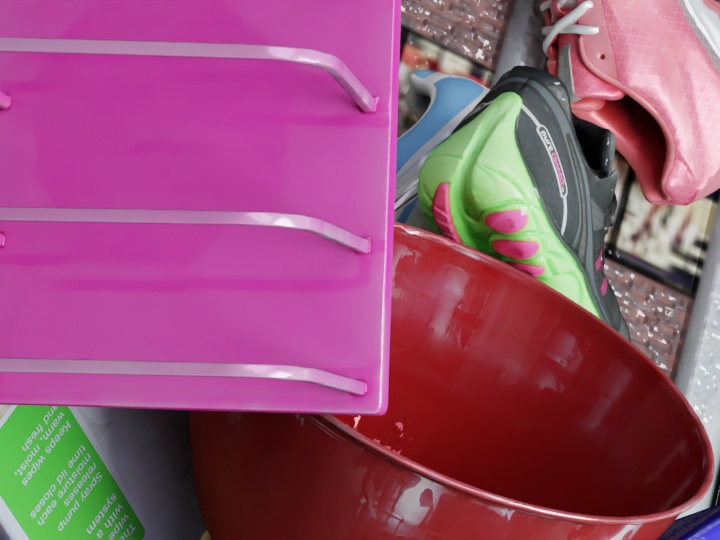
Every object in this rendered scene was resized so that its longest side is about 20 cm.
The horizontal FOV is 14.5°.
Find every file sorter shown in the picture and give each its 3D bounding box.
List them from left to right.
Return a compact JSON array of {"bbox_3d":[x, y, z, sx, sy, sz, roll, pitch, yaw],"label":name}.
[{"bbox_3d":[-0.066,-0.059,0.879,0.139,0.125,0.200,1,85,10],"label":"file sorter"}]

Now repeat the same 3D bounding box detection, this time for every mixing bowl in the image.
[{"bbox_3d":[0.015,0.073,1.027,0.200,0.108,0.200,21,22,-9],"label":"mixing bowl"}]

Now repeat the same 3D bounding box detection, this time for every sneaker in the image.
[{"bbox_3d":[0.000,0.000,1.194,0.072,0.072,0.200,27,66,18],"label":"sneaker"},{"bbox_3d":[0.083,-0.016,1.166,0.077,0.200,0.084,24,73,21],"label":"sneaker"},{"bbox_3d":[0.113,-0.117,1.275,0.087,0.074,0.200,-38,93,-29],"label":"sneaker"}]

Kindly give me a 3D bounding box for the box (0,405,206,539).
[{"bbox_3d":[-0.107,0.016,1.060,0.200,0.097,0.177,-55,141,-28],"label":"box"}]

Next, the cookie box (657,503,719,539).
[{"bbox_3d":[0.123,0.193,1.109,0.075,0.200,0.171,-27,87,-28],"label":"cookie box"}]
